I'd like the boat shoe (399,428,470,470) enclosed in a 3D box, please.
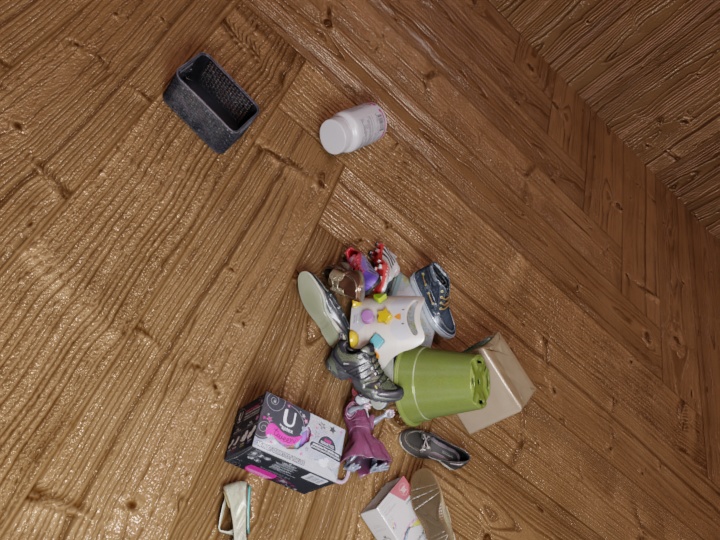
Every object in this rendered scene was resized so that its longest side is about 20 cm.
[{"bbox_3d":[0.183,0.428,1.622,0.197,0.057,0.068,29,49,-25],"label":"boat shoe"}]

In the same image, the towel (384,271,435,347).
[{"bbox_3d":[0.127,0.121,1.769,0.170,0.048,0.203,41,45,-19],"label":"towel"}]

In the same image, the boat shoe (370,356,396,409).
[{"bbox_3d":[0.068,0.245,1.621,0.062,0.072,0.205,38,46,-40],"label":"boat shoe"}]

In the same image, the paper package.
[{"bbox_3d":[0.316,0.291,1.719,0.103,0.199,0.193,-30,84,-46],"label":"paper package"}]

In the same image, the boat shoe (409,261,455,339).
[{"bbox_3d":[0.212,0.080,1.770,0.070,0.090,0.203,-29,88,-47],"label":"boat shoe"}]

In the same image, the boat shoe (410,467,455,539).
[{"bbox_3d":[0.158,0.532,1.444,0.065,0.070,0.204,58,14,-54],"label":"boat shoe"}]

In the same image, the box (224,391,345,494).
[{"bbox_3d":[-0.146,0.345,1.330,0.197,0.131,0.117,30,50,-24],"label":"box"}]

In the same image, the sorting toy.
[{"bbox_3d":[0.071,0.126,1.602,0.108,0.175,0.205,59,28,-50],"label":"sorting toy"}]

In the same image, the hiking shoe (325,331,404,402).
[{"bbox_3d":[0.018,0.222,1.520,0.196,0.103,0.076,27,16,7],"label":"hiking shoe"}]

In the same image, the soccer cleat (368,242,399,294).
[{"bbox_3d":[0.066,0.002,1.742,0.084,0.069,0.202,28,28,-19],"label":"soccer cleat"}]

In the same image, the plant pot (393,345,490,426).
[{"bbox_3d":[0.204,0.267,1.595,0.198,0.186,0.207,19,67,-56],"label":"plant pot"}]

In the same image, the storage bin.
[{"bbox_3d":[-0.361,-0.406,1.625,0.200,0.093,0.136,45,44,-11],"label":"storage bin"}]

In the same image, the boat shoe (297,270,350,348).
[{"bbox_3d":[-0.078,0.086,1.589,0.066,0.074,0.202,-30,87,-48],"label":"boat shoe"}]

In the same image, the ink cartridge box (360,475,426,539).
[{"bbox_3d":[0.103,0.573,1.456,0.116,0.067,0.202,-33,88,-48],"label":"ink cartridge box"}]

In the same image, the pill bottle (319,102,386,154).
[{"bbox_3d":[-0.021,-0.403,1.904,0.199,0.113,0.115,-32,87,-47],"label":"pill bottle"}]

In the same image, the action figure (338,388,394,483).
[{"bbox_3d":[-0.002,0.361,1.493,0.134,0.147,0.203,40,22,-41],"label":"action figure"}]

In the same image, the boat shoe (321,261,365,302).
[{"bbox_3d":[-0.042,0.031,1.599,0.070,0.199,0.078,-4,102,-20],"label":"boat shoe"}]

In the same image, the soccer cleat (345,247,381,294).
[{"bbox_3d":[0.000,0.000,1.652,0.074,0.068,0.200,51,4,-19],"label":"soccer cleat"}]

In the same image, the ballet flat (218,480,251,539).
[{"bbox_3d":[-0.230,0.495,1.231,0.060,0.068,0.205,-1,59,-10],"label":"ballet flat"}]
